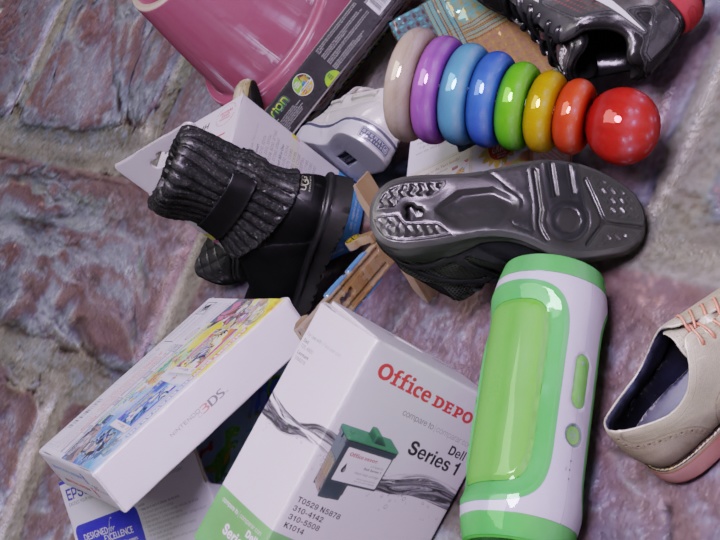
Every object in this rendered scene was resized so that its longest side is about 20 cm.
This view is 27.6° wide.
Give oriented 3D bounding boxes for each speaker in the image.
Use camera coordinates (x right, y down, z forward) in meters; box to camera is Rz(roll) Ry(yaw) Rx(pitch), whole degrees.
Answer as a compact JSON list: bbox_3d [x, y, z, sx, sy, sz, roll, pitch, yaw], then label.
[{"bbox_3d":[0.120,0.095,1.009,0.088,0.088,0.202,-14,57,46],"label":"speaker"}]

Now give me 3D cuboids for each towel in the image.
[{"bbox_3d":[0.135,-0.193,1.145,0.198,0.022,0.148,-29,56,3],"label":"towel"}]

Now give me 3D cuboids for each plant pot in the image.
[{"bbox_3d":[-0.123,-0.274,1.475,0.199,0.178,0.202,-29,47,36],"label":"plant pot"}]

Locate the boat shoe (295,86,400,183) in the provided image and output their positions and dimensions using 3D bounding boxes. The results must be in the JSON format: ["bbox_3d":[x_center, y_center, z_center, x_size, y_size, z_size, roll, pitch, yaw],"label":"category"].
[{"bbox_3d":[-0.002,-0.126,1.296,0.070,0.071,0.200,-55,11,-10],"label":"boat shoe"}]

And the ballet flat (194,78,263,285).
[{"bbox_3d":[-0.126,-0.087,1.420,0.056,0.066,0.203,6,86,18],"label":"ballet flat"}]

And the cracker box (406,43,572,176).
[{"bbox_3d":[0.107,-0.127,1.195,0.133,0.057,0.202,-19,54,41],"label":"cracker box"}]

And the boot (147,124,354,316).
[{"bbox_3d":[-0.107,-0.030,1.236,0.212,0.156,0.080,116,162,-45],"label":"boot"}]

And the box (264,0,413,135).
[{"bbox_3d":[-0.025,-0.194,1.374,0.200,0.035,0.110,-50,0,16],"label":"box"}]

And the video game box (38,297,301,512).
[{"bbox_3d":[-0.150,0.099,1.165,0.200,0.047,0.182,-43,13,-19],"label":"video game box"}]

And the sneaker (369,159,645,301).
[{"bbox_3d":[0.110,-0.028,1.090,0.196,0.114,0.077,-4,73,6],"label":"sneaker"}]

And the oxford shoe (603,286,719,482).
[{"bbox_3d":[0.231,0.043,0.913,0.201,0.073,0.071,-55,36,9],"label":"oxford shoe"}]

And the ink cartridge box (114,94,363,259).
[{"bbox_3d":[-0.104,-0.079,1.299,0.114,0.199,0.068,-22,43,40],"label":"ink cartridge box"}]

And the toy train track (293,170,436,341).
[{"bbox_3d":[0.000,0.000,1.159,0.032,0.115,0.200,-18,22,41],"label":"toy train track"}]

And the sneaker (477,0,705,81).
[{"bbox_3d":[0.148,-0.193,1.086,0.199,0.071,0.099,20,70,27],"label":"sneaker"}]

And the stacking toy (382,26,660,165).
[{"bbox_3d":[0.120,-0.120,1.058,0.198,0.085,0.086,13,75,21],"label":"stacking toy"}]

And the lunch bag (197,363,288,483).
[{"bbox_3d":[-0.101,0.136,1.263,0.199,0.082,0.163,-18,51,43],"label":"lunch bag"}]

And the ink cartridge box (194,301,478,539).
[{"bbox_3d":[-0.006,0.146,1.079,0.084,0.145,0.202,30,92,53],"label":"ink cartridge box"}]

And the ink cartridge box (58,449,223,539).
[{"bbox_3d":[-0.158,0.247,1.215,0.197,0.047,0.203,-24,77,42],"label":"ink cartridge box"}]
